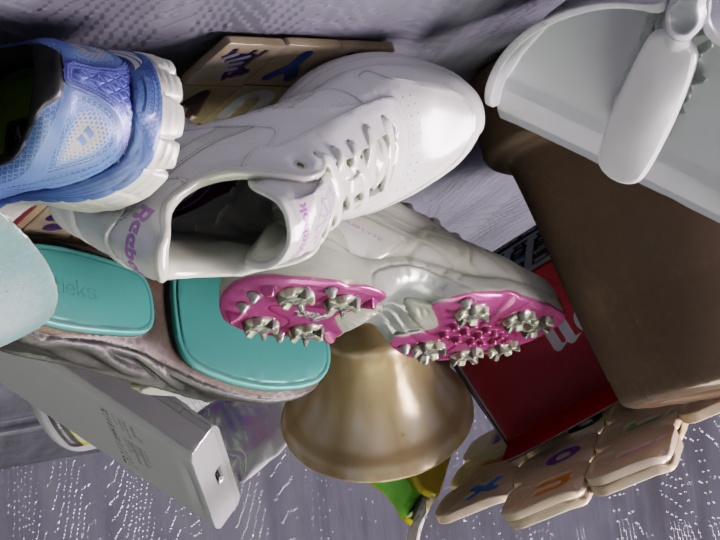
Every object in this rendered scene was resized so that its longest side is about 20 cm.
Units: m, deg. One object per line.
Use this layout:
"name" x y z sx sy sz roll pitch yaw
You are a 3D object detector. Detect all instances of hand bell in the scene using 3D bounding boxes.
"hand bell" 0.000 0.000 1.095 0.104 0.104 0.201 -4 128 3

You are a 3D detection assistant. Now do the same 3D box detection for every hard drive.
"hard drive" -0.159 0.062 1.198 0.026 0.200 0.132 -52 164 -18

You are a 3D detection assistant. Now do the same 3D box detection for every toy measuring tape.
"toy measuring tape" 0.009 0.113 1.182 0.073 0.200 0.074 11 139 10

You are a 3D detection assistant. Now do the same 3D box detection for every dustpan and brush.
"dustpan and brush" 0.127 -0.091 0.884 0.057 0.139 0.200 -56 169 -42

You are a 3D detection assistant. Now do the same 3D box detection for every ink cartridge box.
"ink cartridge box" 0.146 0.005 1.213 0.200 0.084 0.176 -32 -172 13

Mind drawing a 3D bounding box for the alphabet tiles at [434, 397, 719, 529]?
"alphabet tiles" 0.137 0.083 1.179 0.195 0.015 0.200 -25 -171 20

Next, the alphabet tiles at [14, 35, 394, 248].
"alphabet tiles" -0.081 -0.050 0.977 0.166 0.006 0.200 -4 155 -46

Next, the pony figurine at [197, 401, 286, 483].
"pony figurine" -0.066 0.014 1.213 0.193 0.167 0.200 -28 149 37

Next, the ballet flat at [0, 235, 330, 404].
"ballet flat" -0.107 0.025 1.040 0.200 0.068 0.068 19 151 -39

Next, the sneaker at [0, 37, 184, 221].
"sneaker" -0.168 -0.050 0.844 0.200 0.079 0.089 -19 155 32

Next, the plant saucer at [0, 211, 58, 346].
"plant saucer" -0.216 -0.004 0.824 0.200 0.039 0.201 14 156 6

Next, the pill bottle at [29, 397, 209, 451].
"pill bottle" -0.118 0.049 1.449 0.199 0.112 0.112 -13 172 17

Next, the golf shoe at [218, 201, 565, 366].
"golf shoe" 0.018 -0.009 1.021 0.200 0.092 0.075 12 147 -41

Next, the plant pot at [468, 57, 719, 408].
"plant pot" 0.162 -0.027 1.053 0.199 0.175 0.200 -10 173 -1

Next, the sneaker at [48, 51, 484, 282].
"sneaker" -0.024 -0.033 0.899 0.199 0.075 0.100 -17 -146 -28
